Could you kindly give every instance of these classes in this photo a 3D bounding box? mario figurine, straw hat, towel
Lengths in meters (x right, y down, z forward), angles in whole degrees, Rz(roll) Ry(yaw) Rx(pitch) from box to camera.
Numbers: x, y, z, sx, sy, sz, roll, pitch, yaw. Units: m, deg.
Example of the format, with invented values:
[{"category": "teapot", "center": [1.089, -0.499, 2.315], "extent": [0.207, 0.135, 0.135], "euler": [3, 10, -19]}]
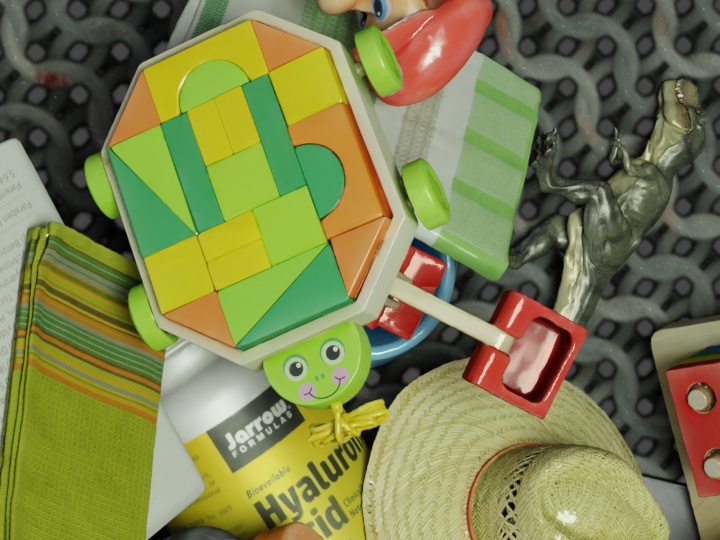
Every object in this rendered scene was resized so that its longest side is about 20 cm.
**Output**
[{"category": "mario figurine", "center": [0.000, -0.179, 1.114], "extent": [0.106, 0.123, 0.201], "euler": [-12, 82, 8]}, {"category": "straw hat", "center": [0.105, 0.129, 1.139], "extent": [0.200, 0.085, 0.202], "euler": [11, 71, -34]}, {"category": "towel", "center": [-0.125, 0.082, 1.023], "extent": [0.086, 0.018, 0.201], "euler": [25, 57, -39]}, {"category": "towel", "center": [-0.004, -0.087, 1.145], "extent": [0.200, 0.149, 0.031], "euler": [30, 135, -12]}]

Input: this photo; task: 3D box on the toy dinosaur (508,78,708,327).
[{"category": "toy dinosaur", "center": [0.115, -0.024, 1.206], "extent": [0.088, 0.047, 0.200], "euler": [28, 93, -18]}]

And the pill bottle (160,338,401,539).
[{"category": "pill bottle", "center": [-0.059, 0.095, 1.152], "extent": [0.111, 0.111, 0.200], "euler": [-34, 100, -5]}]

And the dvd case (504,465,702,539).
[{"category": "dvd case", "center": [0.110, 0.204, 1.239], "extent": [0.148, 0.016, 0.201], "euler": [14, 93, -11]}]

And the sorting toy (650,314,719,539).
[{"category": "sorting toy", "center": [0.249, 0.118, 1.152], "extent": [0.070, 0.199, 0.200], "euler": [-22, 98, -52]}]

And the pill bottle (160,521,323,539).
[{"category": "pill bottle", "center": [-0.101, 0.189, 1.076], "extent": [0.199, 0.106, 0.107], "euler": [-25, 100, 16]}]

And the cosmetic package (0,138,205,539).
[{"category": "cosmetic package", "center": [-0.215, 0.075, 1.066], "extent": [0.165, 0.165, 0.200], "euler": [-37, 103, -48]}]

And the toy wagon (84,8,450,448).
[{"category": "toy wagon", "center": [-0.038, -0.017, 1.026], "extent": [0.155, 0.040, 0.201], "euler": [-24, 73, 13]}]

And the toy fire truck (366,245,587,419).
[{"category": "toy fire truck", "center": [0.000, 0.000, 1.087], "extent": [0.199, 0.141, 0.049], "euler": [27, 90, -11]}]

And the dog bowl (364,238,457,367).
[{"category": "dog bowl", "center": [-0.032, -0.030, 1.176], "extent": [0.200, 0.050, 0.112], "euler": [41, 88, -10]}]
